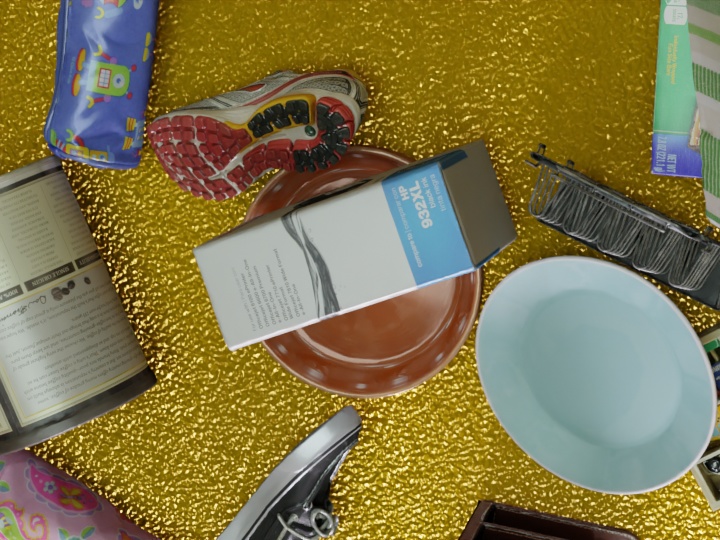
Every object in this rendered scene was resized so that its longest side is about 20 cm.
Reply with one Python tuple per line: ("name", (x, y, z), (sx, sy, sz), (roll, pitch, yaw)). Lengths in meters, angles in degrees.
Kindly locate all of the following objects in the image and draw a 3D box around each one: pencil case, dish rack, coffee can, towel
("pencil case", (-0.235, 0.225, 1.629), (0.200, 0.087, 0.088), (32, 109, 7))
("dish rack", (0.188, -0.031, 1.392), (0.153, 0.200, 0.055), (26, 94, 16))
("coffee can", (-0.267, 0.027, 1.564), (0.146, 0.146, 0.201), (-21, 95, 19))
("towel", (0.265, -0.100, 1.300), (0.023, 0.153, 0.201), (-18, 116, -15))
("pencil case", (-0.201, -0.179, 1.531), (0.087, 0.078, 0.201), (2, 103, -25))

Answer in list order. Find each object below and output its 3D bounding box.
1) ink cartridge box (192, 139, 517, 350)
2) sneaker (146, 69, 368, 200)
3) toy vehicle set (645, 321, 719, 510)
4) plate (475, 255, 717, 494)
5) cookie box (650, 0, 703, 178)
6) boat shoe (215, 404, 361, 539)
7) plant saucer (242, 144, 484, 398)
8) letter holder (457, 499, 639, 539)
("ink cartridge box", (-0.002, -0.020, 1.445), (0.199, 0.145, 0.084), (-18, 95, 19))
("sneaker", (-0.078, -0.109, 1.525), (0.199, 0.082, 0.078), (-6, 121, 32))
("toy vehicle set", (0.324, 0.082, 1.470), (0.200, 0.027, 0.125), (-29, 93, 20))
("plate", (0.180, 0.076, 1.487), (0.200, 0.026, 0.201), (15, 121, 26))
("cookie box", (0.314, -0.148, 1.397), (0.199, 0.075, 0.172), (5, 103, 14))
("boat shoe", (-0.051, 0.193, 1.576), (0.068, 0.074, 0.199), (43, 110, 8))
("plant saucer", (0.000, 0.000, 1.543), (0.200, 0.032, 0.201), (3, 102, 15))
("letter holder", (0.139, 0.301, 1.533), (0.142, 0.101, 0.201), (10, 105, 12))
